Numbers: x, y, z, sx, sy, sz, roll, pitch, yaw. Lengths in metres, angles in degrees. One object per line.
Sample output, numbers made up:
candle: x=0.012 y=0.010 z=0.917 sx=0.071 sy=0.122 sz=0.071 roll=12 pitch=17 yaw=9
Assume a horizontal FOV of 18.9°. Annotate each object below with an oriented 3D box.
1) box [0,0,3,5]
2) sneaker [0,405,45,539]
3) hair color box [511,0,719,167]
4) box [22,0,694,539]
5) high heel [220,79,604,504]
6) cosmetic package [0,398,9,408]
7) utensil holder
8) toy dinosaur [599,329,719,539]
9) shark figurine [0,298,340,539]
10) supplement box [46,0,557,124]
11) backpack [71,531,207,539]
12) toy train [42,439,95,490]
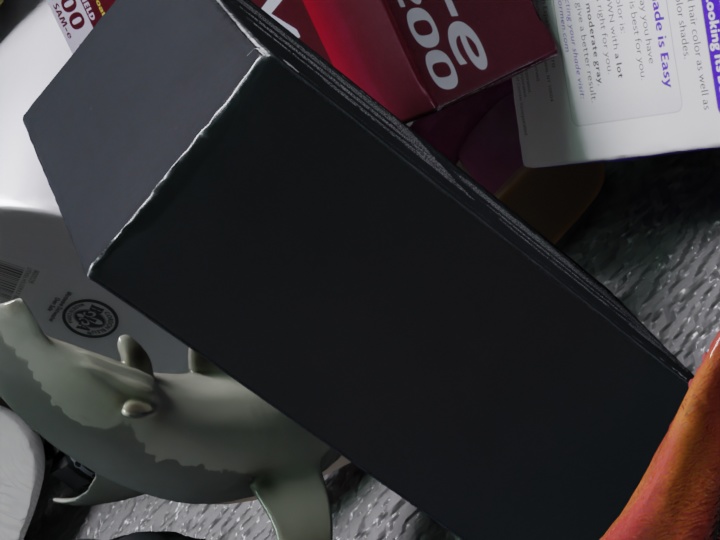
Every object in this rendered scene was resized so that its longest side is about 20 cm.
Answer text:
box: x=-0.217 y=-0.088 z=0.956 sx=0.200 sy=0.049 sz=0.160 roll=-60 pitch=24 yaw=3
sneaker: x=-0.208 y=0.137 z=1.000 sx=0.200 sy=0.075 sz=0.088 roll=-56 pitch=5 yaw=14
hair color box: x=0.122 y=-0.094 z=0.662 sx=0.200 sy=0.065 sz=0.109 roll=-2 pitch=97 yaw=61
box: x=0.009 y=0.005 z=0.630 sx=0.079 sy=0.200 sz=0.141 roll=-51 pitch=24 yaw=4
high heel: x=0.000 y=0.000 z=0.807 sx=0.200 sy=0.067 sz=0.096 roll=-47 pitch=29 yaw=10
cosmetic package: x=-0.235 y=0.053 z=1.017 sx=0.200 sy=0.103 sz=0.087 roll=-44 pitch=-16 yaw=-30
utensil holder: x=-0.098 y=-0.057 z=0.948 sx=0.170 sy=0.170 sz=0.200 roll=-28 pitch=39 yaw=44
toy dinosaur: x=0.036 y=0.105 z=0.512 sx=0.181 sy=0.200 sz=0.105 roll=-17 pitch=11 yaw=-40
shark figurine: x=-0.086 y=0.042 z=0.684 sx=0.089 sy=0.214 sz=0.128 roll=-33 pitch=44 yaw=40
supplement box: x=-0.030 y=-0.093 z=0.764 sx=0.061 sy=0.109 sz=0.200 roll=-29 pitch=7 yaw=-34
backpack: x=-0.105 y=0.192 z=0.688 sx=0.167 sy=0.127 sz=0.200 roll=-31 pitch=36 yaw=35
toy train: x=-0.106 y=0.015 z=1.023 sx=0.046 sy=0.034 sz=0.200 roll=-29 pitch=36 yaw=38
